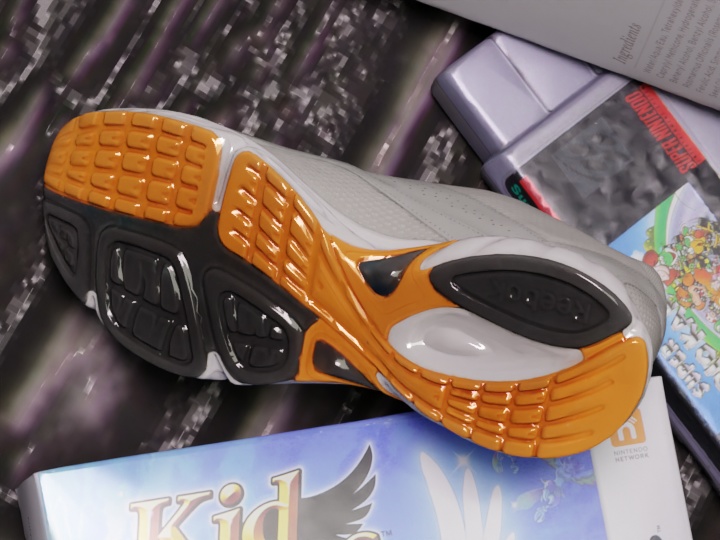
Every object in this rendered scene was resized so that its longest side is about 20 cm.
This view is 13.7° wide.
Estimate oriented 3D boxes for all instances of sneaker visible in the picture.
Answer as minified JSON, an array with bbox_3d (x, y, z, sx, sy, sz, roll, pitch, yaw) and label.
[{"bbox_3d":[0.000,0.000,0.910,0.199,0.092,0.076,21,107,14],"label":"sneaker"}]

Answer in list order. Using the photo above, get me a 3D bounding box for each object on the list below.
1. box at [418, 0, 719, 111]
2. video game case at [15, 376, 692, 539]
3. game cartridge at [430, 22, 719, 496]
[{"bbox_3d":[0.103,-0.146,0.916,0.199,0.106,0.153,20,69,1],"label":"box"},{"bbox_3d":[0.010,0.136,0.897,0.199,0.045,0.182,-8,80,-14],"label":"video game case"},{"bbox_3d":[0.128,-0.015,0.960,0.129,0.038,0.200,-37,89,-21],"label":"game cartridge"}]
